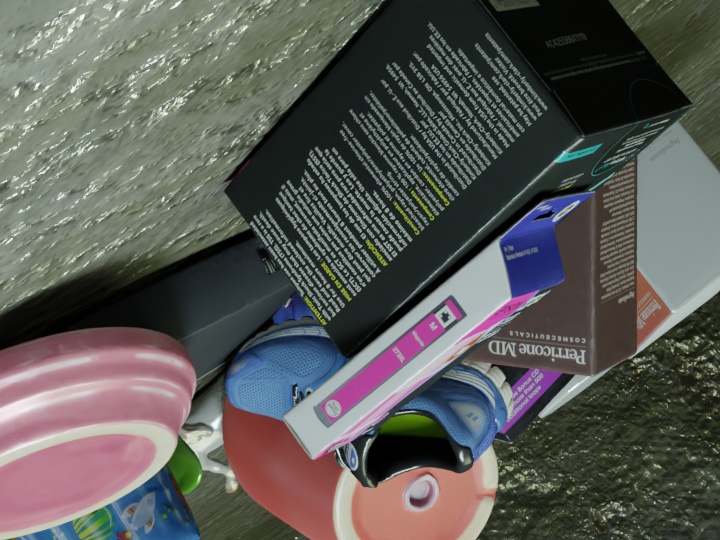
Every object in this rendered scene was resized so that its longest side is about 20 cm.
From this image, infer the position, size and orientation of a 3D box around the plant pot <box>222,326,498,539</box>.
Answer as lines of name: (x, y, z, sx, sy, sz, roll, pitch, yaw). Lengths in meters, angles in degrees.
plant pot: (0.009, 0.144, 1.272, 0.200, 0.201, 0.177, -35, -152, -12)

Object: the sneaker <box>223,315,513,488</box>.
sneaker: (-0.005, 0.090, 1.052, 0.089, 0.199, 0.079, -60, 147, -44)

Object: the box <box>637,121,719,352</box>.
box: (0.211, -0.052, 1.291, 0.106, 0.200, 0.152, -34, 168, -14)

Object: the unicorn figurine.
unicorn figurine: (-0.129, 0.142, 1.357, 0.200, 0.074, 0.137, -53, 146, -9)

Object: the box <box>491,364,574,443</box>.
box: (0.092, -0.003, 1.082, 0.143, 0.200, 0.036, -44, -156, -20)

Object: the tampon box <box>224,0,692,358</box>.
tampon box: (0.053, -0.071, 0.900, 0.200, 0.127, 0.150, -43, 167, 33)

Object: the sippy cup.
sippy cup: (-0.183, 0.162, 1.101, 0.177, 0.131, 0.140, -32, 168, -22)

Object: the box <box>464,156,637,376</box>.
box: (0.116, -0.042, 0.999, 0.100, 0.201, 0.075, 5, -166, 32)

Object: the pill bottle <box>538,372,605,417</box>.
pill bottle: (0.111, 0.006, 1.208, 0.114, 0.200, 0.114, -35, 169, -8)

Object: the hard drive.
hard drive: (-0.124, 0.044, 1.031, 0.200, 0.042, 0.135, -27, 166, -43)

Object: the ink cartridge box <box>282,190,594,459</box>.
ink cartridge box: (0.051, 0.030, 0.891, 0.200, 0.037, 0.095, -43, 168, 23)

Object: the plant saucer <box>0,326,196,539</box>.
plant saucer: (-0.185, 0.103, 0.920, 0.199, 0.051, 0.201, -20, 157, -9)

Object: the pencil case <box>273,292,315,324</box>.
pencil case: (0.000, 0.000, 1.164, 0.200, 0.086, 0.078, 130, -25, -50)

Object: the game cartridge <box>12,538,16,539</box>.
game cartridge: (-0.222, 0.242, 1.127, 0.199, 0.177, 0.033, -23, 153, -26)
